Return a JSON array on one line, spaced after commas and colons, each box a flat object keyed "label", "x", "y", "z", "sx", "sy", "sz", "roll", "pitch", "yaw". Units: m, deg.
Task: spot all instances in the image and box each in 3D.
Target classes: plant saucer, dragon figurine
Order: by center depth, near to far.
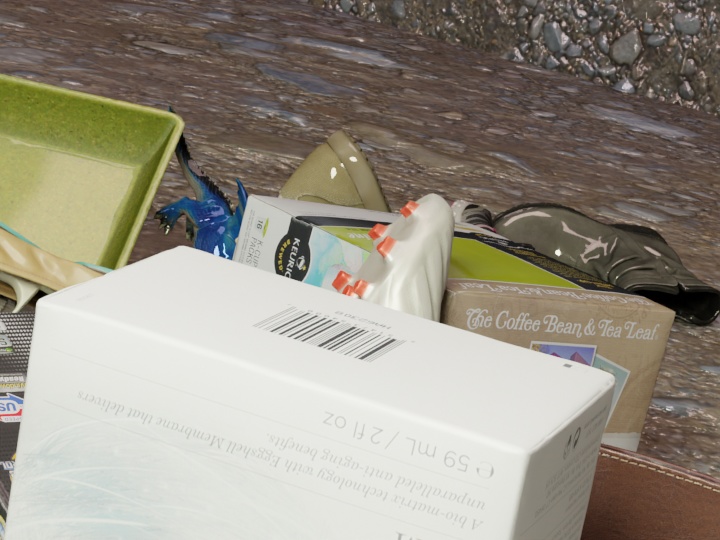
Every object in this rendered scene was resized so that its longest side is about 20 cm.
[{"label": "plant saucer", "x": -0.245, "y": -0.044, "z": 1.479, "sx": 0.198, "sy": 0.048, "sz": 0.201, "roll": 13, "pitch": 52, "yaw": 8}, {"label": "dragon figurine", "x": -0.092, "y": -0.028, "z": 1.508, "sx": 0.099, "sy": 0.202, "sz": 0.059, "roll": -14, "pitch": -23, "yaw": 24}]

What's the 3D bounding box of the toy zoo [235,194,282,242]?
[{"label": "toy zoo", "x": -0.026, "y": 0.007, "z": 1.491, "sx": 0.132, "sy": 0.020, "sz": 0.200, "roll": 56, "pitch": 14, "yaw": -5}]

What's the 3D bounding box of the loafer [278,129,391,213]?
[{"label": "loafer", "x": 0.000, "y": 0.000, "z": 1.423, "sx": 0.067, "sy": 0.201, "sz": 0.076, "roll": -23, "pitch": 24, "yaw": -2}]

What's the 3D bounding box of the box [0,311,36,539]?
[{"label": "box", "x": -0.127, "y": 0.089, "z": 1.070, "sx": 0.199, "sy": 0.044, "sz": 0.161, "roll": 0, "pitch": 41, "yaw": -41}]

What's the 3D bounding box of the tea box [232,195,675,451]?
[{"label": "tea box", "x": 0.047, "y": 0.050, "z": 1.276, "sx": 0.199, "sy": 0.135, "sz": 0.196, "roll": 6, "pitch": 13, "yaw": -42}]

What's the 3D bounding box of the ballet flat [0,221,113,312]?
[{"label": "ballet flat", "x": -0.203, "y": 0.017, "z": 1.322, "sx": 0.199, "sy": 0.063, "sz": 0.069, "roll": 26, "pitch": -25, "yaw": -10}]

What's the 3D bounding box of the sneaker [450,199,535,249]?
[{"label": "sneaker", "x": 0.104, "y": 0.000, "z": 1.705, "sx": 0.087, "sy": 0.074, "sz": 0.200, "roll": 11, "pitch": 18, "yaw": 2}]

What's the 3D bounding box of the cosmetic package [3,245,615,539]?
[{"label": "cosmetic package", "x": -0.028, "y": 0.120, "z": 0.808, "sx": 0.198, "sy": 0.202, "sz": 0.123, "roll": 15, "pitch": 16, "yaw": 20}]

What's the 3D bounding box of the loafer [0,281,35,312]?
[{"label": "loafer", "x": -0.283, "y": 0.013, "z": 1.343, "sx": 0.198, "sy": 0.064, "sz": 0.072, "roll": 9, "pitch": 14, "yaw": -10}]

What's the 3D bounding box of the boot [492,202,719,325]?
[{"label": "boot", "x": 0.212, "y": -0.002, "z": 1.827, "sx": 0.198, "sy": 0.068, "sz": 0.131, "roll": 5, "pitch": 20, "yaw": -20}]

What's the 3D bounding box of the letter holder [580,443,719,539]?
[{"label": "letter holder", "x": 0.125, "y": 0.143, "z": 0.966, "sx": 0.198, "sy": 0.144, "sz": 0.100, "roll": 15, "pitch": 14, "yaw": 17}]

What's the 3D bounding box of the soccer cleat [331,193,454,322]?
[{"label": "soccer cleat", "x": 0.014, "y": 0.049, "z": 1.106, "sx": 0.077, "sy": 0.201, "sz": 0.069, "roll": 34, "pitch": -34, "yaw": -15}]
